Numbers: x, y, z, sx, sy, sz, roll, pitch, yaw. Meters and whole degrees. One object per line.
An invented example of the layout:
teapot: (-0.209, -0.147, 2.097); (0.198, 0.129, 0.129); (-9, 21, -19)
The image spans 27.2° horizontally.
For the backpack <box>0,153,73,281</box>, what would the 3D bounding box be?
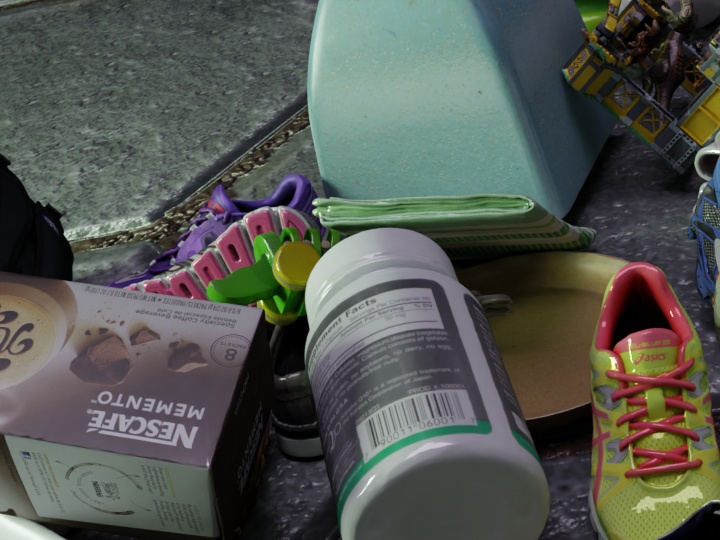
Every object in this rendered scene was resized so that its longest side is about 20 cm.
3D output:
backpack: (-0.286, 0.008, 1.111); (0.154, 0.163, 0.200); (-42, 31, -5)

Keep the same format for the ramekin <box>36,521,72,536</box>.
ramekin: (-0.259, 0.113, 0.945); (0.199, 0.106, 0.200); (-11, 29, 6)

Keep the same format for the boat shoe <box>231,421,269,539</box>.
boat shoe: (-0.086, 0.092, 0.921); (0.070, 0.071, 0.200); (22, 27, -19)

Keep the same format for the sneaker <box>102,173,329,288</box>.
sneaker: (-0.119, -0.017, 1.138); (0.199, 0.084, 0.081); (-28, 30, -21)

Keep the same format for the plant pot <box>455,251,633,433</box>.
plant pot: (0.107, 0.049, 0.969); (0.199, 0.028, 0.200); (-12, 29, 7)

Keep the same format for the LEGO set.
LEGO set: (0.257, -0.176, 1.147); (0.154, 0.116, 0.200); (47, 35, 10)

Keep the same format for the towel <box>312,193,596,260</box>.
towel: (0.071, -0.030, 1.016); (0.152, 0.024, 0.200); (-1, -7, 22)

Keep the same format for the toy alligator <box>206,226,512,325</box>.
toy alligator: (0.000, 0.000, 0.951); (0.199, 0.059, 0.055); (2, 61, -14)

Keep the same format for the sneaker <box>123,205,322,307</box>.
sneaker: (-0.103, 0.017, 1.057); (0.200, 0.074, 0.087); (-35, -4, 20)

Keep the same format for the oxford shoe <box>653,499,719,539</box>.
oxford shoe: (0.201, 0.143, 0.702); (0.199, 0.073, 0.071); (-17, 27, -5)

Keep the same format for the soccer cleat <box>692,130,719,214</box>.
soccer cleat: (0.292, -0.092, 1.079); (0.086, 0.070, 0.200); (15, 38, 15)

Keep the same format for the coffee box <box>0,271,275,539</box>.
coffee box: (-0.156, 0.072, 0.811); (0.199, 0.080, 0.113); (8, 47, 10)

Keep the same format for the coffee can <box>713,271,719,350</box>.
coffee can: (0.314, 0.019, 0.796); (0.199, 0.147, 0.146); (-23, 29, -15)

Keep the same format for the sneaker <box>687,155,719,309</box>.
sneaker: (0.253, 0.010, 0.934); (0.075, 0.079, 0.201); (19, 39, -15)

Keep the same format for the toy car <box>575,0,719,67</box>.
toy car: (0.233, -0.282, 1.378); (0.174, 0.151, 0.200); (12, 38, 40)

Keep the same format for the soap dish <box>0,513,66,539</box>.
soap dish: (-0.190, 0.209, 0.763); (0.199, 0.082, 0.157); (15, 40, 44)

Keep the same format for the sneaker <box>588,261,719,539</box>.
sneaker: (0.156, 0.077, 0.805); (0.078, 0.091, 0.201); (-8, 43, 5)

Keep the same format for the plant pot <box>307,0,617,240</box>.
plant pot: (0.069, -0.160, 1.164); (0.195, 0.201, 0.196); (-6, 28, 28)

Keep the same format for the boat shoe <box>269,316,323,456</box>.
boat shoe: (-0.023, 0.042, 1.006); (0.071, 0.061, 0.202); (-9, 28, 11)

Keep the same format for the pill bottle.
pill bottle: (0.029, 0.072, 0.837); (0.112, 0.114, 0.200); (-15, 39, 0)
